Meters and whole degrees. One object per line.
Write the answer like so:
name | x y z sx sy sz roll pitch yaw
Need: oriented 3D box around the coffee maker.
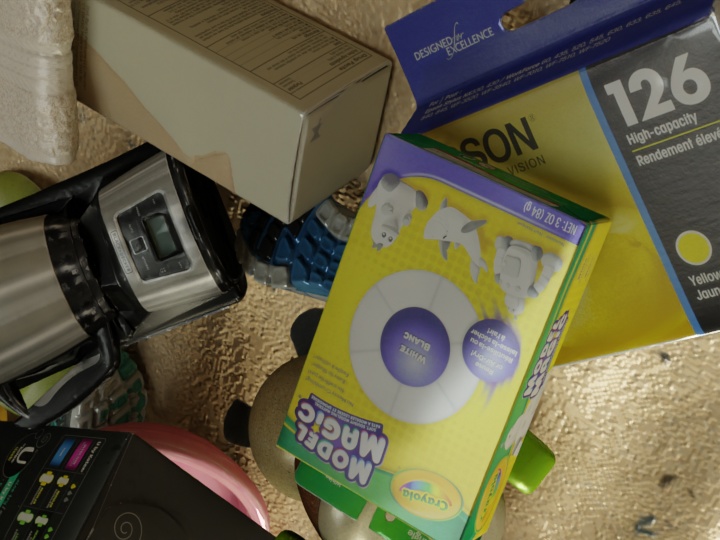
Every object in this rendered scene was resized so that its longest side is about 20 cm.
coffee maker | -0.184 -0.010 0.818 0.197 0.193 0.136 -21 119 -1

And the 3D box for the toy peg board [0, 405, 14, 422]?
toy peg board | -0.328 0.189 1.026 0.096 0.203 0.200 2 153 11

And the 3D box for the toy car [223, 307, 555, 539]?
toy car | -0.011 0.111 0.782 0.200 0.165 0.158 36 175 46

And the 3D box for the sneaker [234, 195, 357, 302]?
sneaker | 0.000 0.000 0.765 0.199 0.076 0.086 25 175 45

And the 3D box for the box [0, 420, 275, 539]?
box | -0.177 0.188 0.800 0.198 0.125 0.148 -4 142 46

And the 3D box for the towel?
towel | -0.238 -0.157 0.769 0.199 0.034 0.134 28 127 39

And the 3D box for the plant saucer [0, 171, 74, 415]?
plant saucer | -0.282 0.024 0.983 0.198 0.031 0.203 14 109 46

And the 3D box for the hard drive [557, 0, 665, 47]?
hard drive | 0.185 -0.076 0.593 0.198 0.033 0.141 29 131 22

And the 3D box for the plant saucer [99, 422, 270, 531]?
plant saucer | -0.168 0.190 0.970 0.197 0.051 0.203 0 127 0

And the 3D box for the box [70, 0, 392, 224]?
box | -0.089 -0.120 0.745 0.199 0.095 0.079 32 131 22

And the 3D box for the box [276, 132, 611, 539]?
box | 0.033 0.046 0.621 0.116 0.048 0.203 25 107 24

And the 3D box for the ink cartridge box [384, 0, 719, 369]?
ink cartridge box | 0.113 -0.056 0.609 0.196 0.047 0.202 -18 106 44

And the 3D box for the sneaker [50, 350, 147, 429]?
sneaker | -0.230 0.137 1.027 0.091 0.077 0.202 28 128 29
